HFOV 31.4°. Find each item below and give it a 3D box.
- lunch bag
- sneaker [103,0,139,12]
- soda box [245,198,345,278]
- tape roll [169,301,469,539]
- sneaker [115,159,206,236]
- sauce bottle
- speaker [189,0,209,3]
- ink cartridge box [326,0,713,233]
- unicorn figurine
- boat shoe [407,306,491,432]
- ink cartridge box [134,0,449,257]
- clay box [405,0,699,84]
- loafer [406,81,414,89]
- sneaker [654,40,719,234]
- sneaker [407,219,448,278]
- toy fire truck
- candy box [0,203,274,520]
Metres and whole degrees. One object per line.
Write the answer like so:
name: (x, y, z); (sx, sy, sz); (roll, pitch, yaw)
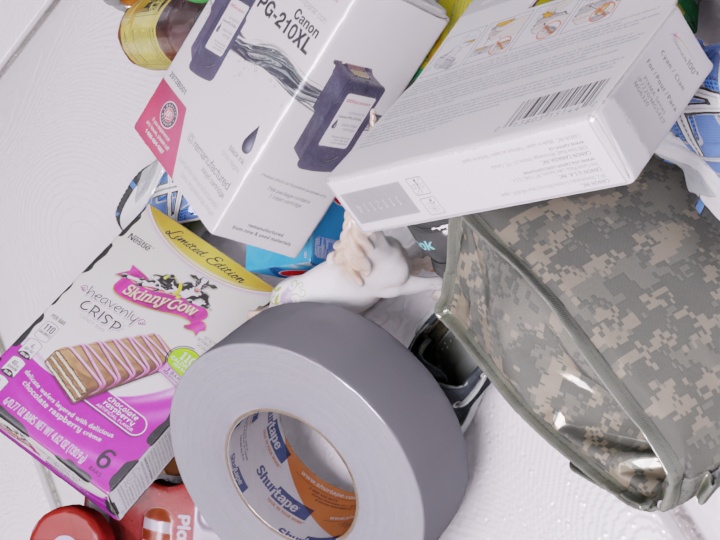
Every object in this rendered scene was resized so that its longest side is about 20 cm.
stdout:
lunch bag: (0.165, 0.031, 0.704); (0.200, 0.164, 0.118); (50, 152, 35)
sneaker: (-0.149, -0.288, 1.093); (0.200, 0.078, 0.077); (-14, 64, 36)
soda box: (-0.040, -0.095, 0.973); (0.068, 0.064, 0.200); (-6, 77, 38)
tape roll: (-0.030, 0.123, 0.862); (0.200, 0.066, 0.200); (16, 123, 26)
sneaker: (-0.124, -0.083, 1.039); (0.077, 0.076, 0.200); (50, 127, 25)
sauce bottle: (-0.136, -0.194, 1.033); (0.200, 0.066, 0.066); (12, 90, 58)
speaker: (-0.081, -0.294, 0.972); (0.088, 0.088, 0.200); (11, 55, 40)
ink cartridge box: (0.097, -0.103, 0.693); (0.200, 0.045, 0.176); (-8, 36, 51)
unicorn figurine: (0.000, 0.000, 0.875); (0.200, 0.137, 0.074); (-44, 57, 24)
boat shoe: (0.059, 0.059, 0.865); (0.200, 0.060, 0.076); (-51, 55, 21)
ink cartridge box: (-0.052, -0.134, 0.886); (0.200, 0.084, 0.145); (-56, 46, 17)
clay box: (0.123, -0.180, 0.843); (0.200, 0.048, 0.115); (-14, 50, 38)
loafer: (0.016, -0.202, 0.946); (0.072, 0.063, 0.200); (-35, 62, 30)
sneaker: (0.188, -0.094, 0.685); (0.200, 0.076, 0.077); (52, 145, 38)
sneaker: (0.112, -0.076, 0.802); (0.200, 0.079, 0.075); (-40, 25, 4)
toy fire truck: (-0.155, 0.176, 1.006); (0.168, 0.112, 0.200); (4, 84, 16)
candy box: (-0.169, 0.064, 0.959); (0.136, 0.061, 0.200); (33, 64, 15)
